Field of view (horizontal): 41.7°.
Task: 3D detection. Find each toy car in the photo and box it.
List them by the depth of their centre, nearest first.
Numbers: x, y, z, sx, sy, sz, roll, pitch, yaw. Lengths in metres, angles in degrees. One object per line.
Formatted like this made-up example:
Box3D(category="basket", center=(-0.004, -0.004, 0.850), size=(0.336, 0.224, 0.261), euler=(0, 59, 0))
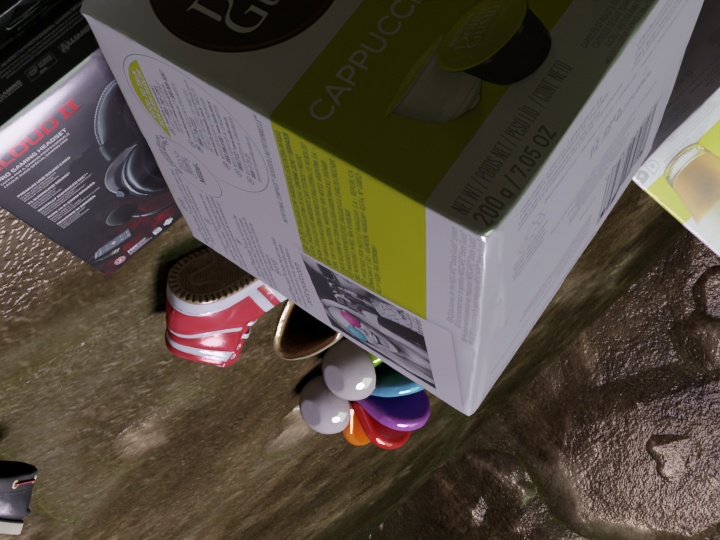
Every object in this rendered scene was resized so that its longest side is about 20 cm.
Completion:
Box3D(category="toy car", center=(0.027, 0.167, 1.299), size=(0.175, 0.150, 0.200), euler=(-21, 153, -44))

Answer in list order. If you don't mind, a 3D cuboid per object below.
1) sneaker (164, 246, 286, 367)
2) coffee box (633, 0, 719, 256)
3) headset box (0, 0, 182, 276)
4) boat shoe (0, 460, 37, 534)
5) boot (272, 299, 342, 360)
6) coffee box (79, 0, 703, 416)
Box3D(category="sneaker", center=(-0.091, 0.019, 0.864), size=(0.200, 0.071, 0.113), euler=(-18, 148, -33))
Box3D(category="coffee box", center=(0.398, -0.166, 1.058), size=(0.198, 0.200, 0.200), euler=(34, 111, -25))
Box3D(category="headset box", center=(-0.140, -0.095, 0.511), size=(0.149, 0.077, 0.200), euler=(-40, 163, -4))
Box3D(category="boat shoe", center=(-0.337, 0.167, 0.742), size=(0.201, 0.073, 0.063), euler=(36, 67, -61))
Box3D(category="boot", center=(0.000, 0.000, 0.947), size=(0.200, 0.073, 0.155), euler=(-43, 179, 25))
Box3D(category="coffee box", center=(0.027, -0.089, 0.458), size=(0.200, 0.198, 0.200), euler=(-53, 161, -18))
